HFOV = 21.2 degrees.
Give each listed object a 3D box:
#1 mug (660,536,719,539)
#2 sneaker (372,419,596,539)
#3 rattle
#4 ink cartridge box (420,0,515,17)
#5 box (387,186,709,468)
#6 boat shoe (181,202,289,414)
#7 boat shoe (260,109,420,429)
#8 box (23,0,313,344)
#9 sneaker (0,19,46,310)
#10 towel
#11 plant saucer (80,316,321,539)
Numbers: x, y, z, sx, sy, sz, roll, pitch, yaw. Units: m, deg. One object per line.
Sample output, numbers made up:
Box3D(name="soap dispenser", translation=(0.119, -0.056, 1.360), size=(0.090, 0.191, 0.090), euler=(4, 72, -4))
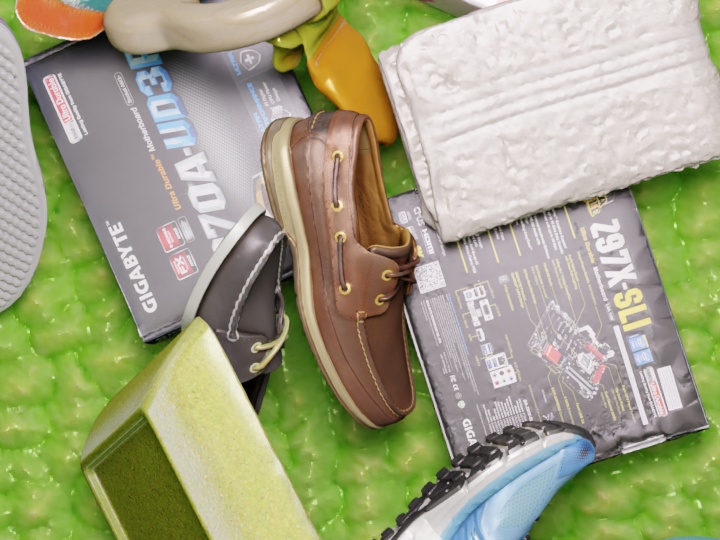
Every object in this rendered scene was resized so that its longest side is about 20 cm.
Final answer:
Box3D(name="mug", translation=(0.178, 0.236, 1.098), size=(0.185, 0.114, 0.152), euler=(-28, 89, -2))
Box3D(name="sneaker", translation=(0.067, 0.169, 1.138), size=(0.200, 0.078, 0.090), euler=(-43, 96, -1))
Box3D(name="rattle", translation=(-0.094, -0.135, 1.193), size=(0.200, 0.143, 0.130), euler=(-17, 49, 7))
Box3D(name="ink cartridge box", translation=(0.052, -0.233, 1.223), size=(0.200, 0.067, 0.117), euler=(24, 88, 6))
Box3D(name="box", translation=(0.110, 0.029, 1.204), size=(0.159, 0.049, 0.200), euler=(-18, 83, 0))
Box3D(name="boat shoe", translation=(-0.073, 0.042, 1.160), size=(0.061, 0.201, 0.072), euler=(34, 46, 11))
Box3D(name="boat shoe", translation=(0.000, 0.000, 1.155), size=(0.067, 0.072, 0.200), euler=(-12, 101, 24))
Box3D(name="box", translation=(-0.105, -0.074, 1.231), size=(0.159, 0.046, 0.200), euler=(-24, 83, 1))
Box3D(name="sneaker", translation=(-0.247, -0.078, 1.230), size=(0.073, 0.114, 0.201), euler=(-4, 114, -24))
Box3D(name="towel", translation=(0.119, -0.104, 1.169), size=(0.200, 0.034, 0.133), euler=(-16, 96, 2))
Box3D(name="plant saucer", translation=(-0.098, 0.150, 1.135), size=(0.048, 0.200, 0.200), euler=(-23, 82, -29))
